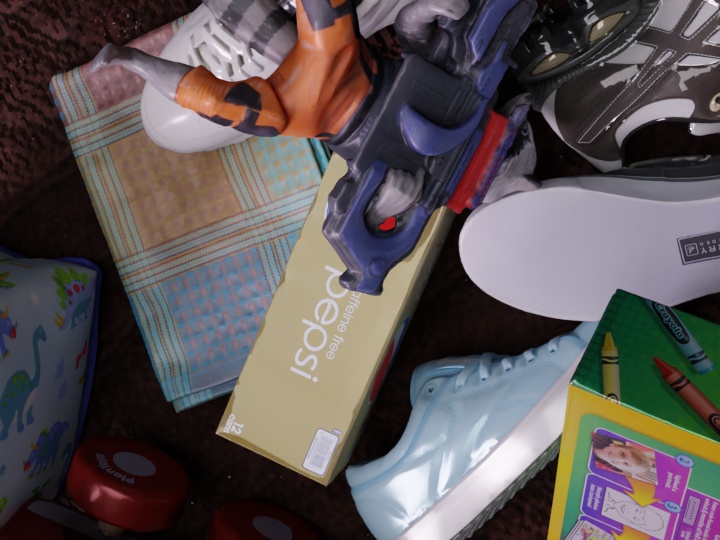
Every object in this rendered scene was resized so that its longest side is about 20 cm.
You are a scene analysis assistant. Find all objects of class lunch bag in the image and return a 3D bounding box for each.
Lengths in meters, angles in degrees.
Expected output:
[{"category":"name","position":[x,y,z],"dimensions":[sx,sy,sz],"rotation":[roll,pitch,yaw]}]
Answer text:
[{"category":"lunch bag","position":[-0.232,0.094,0.901],"dimensions":[0.127,0.170,0.201],"rotation":[12,105,18]}]

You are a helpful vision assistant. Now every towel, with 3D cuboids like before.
[{"category":"towel","position":[-0.078,-0.035,0.899],"dimensions":[0.146,0.022,0.201],"rotation":[-21,92,22]}]

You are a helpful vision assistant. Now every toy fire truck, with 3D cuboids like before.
[{"category":"toy fire truck","position":[-0.110,0.185,0.864],"dimensions":[0.199,0.168,0.113],"rotation":[24,108,3]}]

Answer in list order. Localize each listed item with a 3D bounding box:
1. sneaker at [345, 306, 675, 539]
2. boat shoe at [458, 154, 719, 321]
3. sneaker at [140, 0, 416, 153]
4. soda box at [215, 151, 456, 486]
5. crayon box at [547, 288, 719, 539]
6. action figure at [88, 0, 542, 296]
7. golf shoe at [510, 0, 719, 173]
[{"category":"sneaker","position":[0.066,0.066,0.835],"dimensions":[0.200,0.074,0.082],"rotation":[-45,76,16]},{"category":"boat shoe","position":[0.147,-0.021,0.783],"dimensions":[0.199,0.057,0.069],"rotation":[-5,111,14]},{"category":"sneaker","position":[-0.043,-0.122,0.819],"dimensions":[0.200,0.080,0.077],"rotation":[-35,89,27]},{"category":"soda box","position":[0.000,0.000,0.831],"dimensions":[0.064,0.068,0.201],"rotation":[25,98,7]},{"category":"crayon box","position":[0.151,0.107,0.758],"dimensions":[0.118,0.058,0.200],"rotation":[21,145,16]},{"category":"action figure","position":[0.009,-0.104,0.737],"dimensions":[0.193,0.105,0.200],"rotation":[35,90,-18]},{"category":"golf shoe","position":[0.169,-0.118,0.768],"dimensions":[0.200,0.078,0.095],"rotation":[-29,99,30]}]
